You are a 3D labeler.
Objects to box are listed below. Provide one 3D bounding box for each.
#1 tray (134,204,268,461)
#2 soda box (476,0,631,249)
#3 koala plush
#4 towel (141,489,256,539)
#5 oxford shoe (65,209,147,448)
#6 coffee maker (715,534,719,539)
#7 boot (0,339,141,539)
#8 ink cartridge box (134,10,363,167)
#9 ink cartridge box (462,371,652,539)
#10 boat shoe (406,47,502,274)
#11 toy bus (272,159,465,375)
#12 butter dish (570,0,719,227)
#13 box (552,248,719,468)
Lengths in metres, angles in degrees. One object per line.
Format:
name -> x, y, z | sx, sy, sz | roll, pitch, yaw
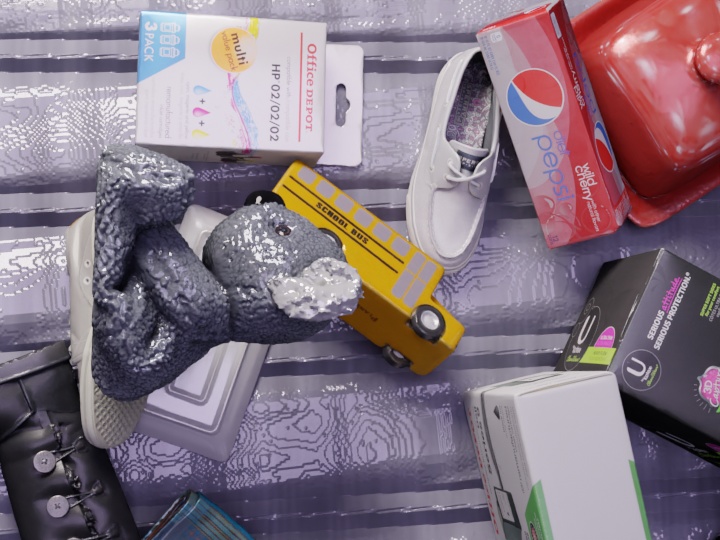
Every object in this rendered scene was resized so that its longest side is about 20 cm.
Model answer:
tray -> -0.130, 0.052, 1.100 | 0.107, 0.022, 0.201 | 20, 81, -6
soda box -> 0.167, -0.125, 1.107 | 0.070, 0.063, 0.201 | -14, 106, 25
koala plush -> -0.100, 0.008, 0.975 | 0.199, 0.177, 0.185 | 2, 88, -11
towel -> -0.116, 0.292, 1.053 | 0.200, 0.022, 0.147 | 45, 80, -18
oxford shoe -> -0.212, 0.045, 1.063 | 0.057, 0.075, 0.201 | -8, 80, 30
coffee maker -> 0.359, 0.331, 1.098 | 0.192, 0.135, 0.200 | 38, 80, -5
boot -> -0.281, 0.178, 1.045 | 0.164, 0.066, 0.201 | -20, 92, -9
ink cartridge box -> -0.090, -0.152, 1.103 | 0.199, 0.068, 0.116 | 2, 84, -10
ink cartridge box -> 0.154, 0.161, 1.048 | 0.084, 0.200, 0.147 | -12, 86, -8
boat shoe -> 0.090, -0.098, 1.127 | 0.072, 0.069, 0.201 | 16, 82, -8
toy bus -> 0.000, 0.000, 1.096 | 0.200, 0.065, 0.078 | 36, 51, -4
butter dish -> 0.286, -0.169, 1.128 | 0.199, 0.148, 0.201 | -33, 91, -10
box -> 0.290, 0.084, 1.102 | 0.199, 0.149, 0.125 | 28, 82, -6
